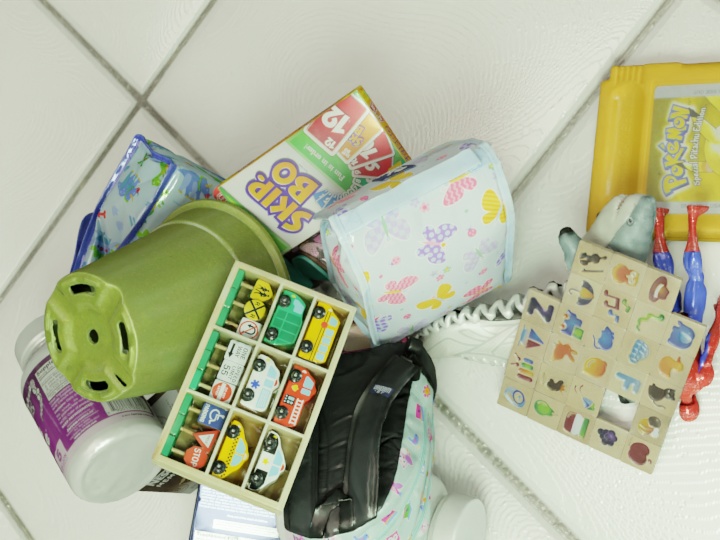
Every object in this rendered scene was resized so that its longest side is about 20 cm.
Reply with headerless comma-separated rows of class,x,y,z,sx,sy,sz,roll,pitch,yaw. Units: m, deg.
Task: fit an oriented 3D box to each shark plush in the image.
shark plush,0.242,0.029,1.095,0.083,0.090,0.203,4,94,38

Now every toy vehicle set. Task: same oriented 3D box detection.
toy vehicle set,-0.093,0.103,1.048,0.123,0.027,0.202,20,67,1

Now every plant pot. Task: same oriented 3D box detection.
plant pot,-0.198,0.045,1.129,0.198,0.189,0.202,9,106,31

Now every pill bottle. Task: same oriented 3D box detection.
pill bottle,0.022,0.251,1.175,0.198,0.112,0.114,7,83,29
pill bottle,-0.294,0.139,1.235,0.112,0.112,0.200,-49,54,11

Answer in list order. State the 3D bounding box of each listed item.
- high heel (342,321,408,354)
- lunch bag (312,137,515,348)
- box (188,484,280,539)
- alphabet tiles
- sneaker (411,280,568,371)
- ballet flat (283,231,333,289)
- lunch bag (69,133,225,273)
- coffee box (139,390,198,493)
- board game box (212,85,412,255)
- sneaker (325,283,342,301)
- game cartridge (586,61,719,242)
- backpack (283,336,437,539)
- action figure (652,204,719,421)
high heel,-0.049,0.063,1.199,0.198,0.096,0.068,18,71,-1
lunch bag,0.052,-0.036,1.091,0.168,0.200,0.128,-29,66,-7
box,-0.123,0.276,1.249,0.120,0.032,0.202,10,92,-7
alphabet tiles,0.226,0.077,1.093,0.166,0.008,0.202,24,119,21
sneaker,0.139,0.070,1.177,0.198,0.075,0.082,-17,81,25
ballet flat,-0.055,-0.020,1.268,0.069,0.200,0.071,41,73,-13
lunch bag,-0.222,-0.025,1.322,0.127,0.169,0.201,35,97,49
coffee box,-0.169,0.163,1.297,0.199,0.113,0.080,-38,64,16
board game box,-0.053,-0.090,1.161,0.199,0.030,0.096,-31,102,24
sneaker,0.000,0.000,1.262,0.073,0.071,0.201,31,97,29
game cartridge,0.326,-0.117,1.133,0.198,0.032,0.178,3,81,28
backpack,0.001,0.178,1.084,0.165,0.127,0.202,-17,46,26
action figure,0.307,0.041,1.092,0.065,0.051,0.203,-1,89,35
